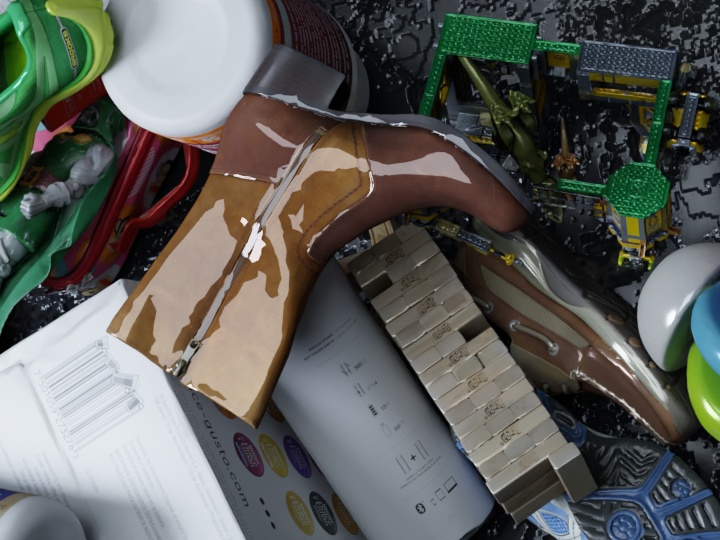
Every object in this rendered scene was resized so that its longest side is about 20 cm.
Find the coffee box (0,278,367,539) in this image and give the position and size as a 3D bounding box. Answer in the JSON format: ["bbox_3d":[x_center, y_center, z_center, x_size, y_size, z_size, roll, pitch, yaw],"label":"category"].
[{"bbox_3d":[-0.137,0.143,1.663,0.200,0.198,0.200,-31,74,18],"label":"coffee box"}]

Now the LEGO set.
[{"bbox_3d":[0.114,-0.066,1.624,0.199,0.116,0.154,1,62,9],"label":"LEGO set"}]

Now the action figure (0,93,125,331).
[{"bbox_3d":[-0.211,-0.032,1.686,0.118,0.055,0.200,10,55,45],"label":"action figure"}]

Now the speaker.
[{"bbox_3d":[-0.004,0.081,1.632,0.081,0.081,0.200,-30,103,17],"label":"speaker"}]

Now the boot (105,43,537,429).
[{"bbox_3d":[-0.021,-0.004,1.524,0.188,0.068,0.200,27,85,7],"label":"boot"}]

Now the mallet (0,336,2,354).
[{"bbox_3d":[-0.329,0.058,1.845,0.200,0.041,0.066,-17,74,24],"label":"mallet"}]

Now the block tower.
[{"bbox_3d":[0.062,0.058,1.593,0.058,0.054,0.200,-35,59,0],"label":"block tower"}]

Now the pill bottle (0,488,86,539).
[{"bbox_3d":[-0.265,0.172,1.545,0.200,0.116,0.116,8,86,24],"label":"pill bottle"}]

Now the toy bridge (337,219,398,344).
[{"bbox_3d":[0.000,0.000,1.687,0.027,0.067,0.201,7,107,35],"label":"toy bridge"}]

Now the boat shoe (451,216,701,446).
[{"bbox_3d":[0.127,0.043,1.637,0.072,0.076,0.200,-52,58,14],"label":"boat shoe"}]

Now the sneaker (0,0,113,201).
[{"bbox_3d":[-0.226,-0.104,1.614,0.200,0.083,0.074,-48,57,38],"label":"sneaker"}]

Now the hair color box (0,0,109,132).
[{"bbox_3d":[-0.151,-0.188,1.720,0.200,0.061,0.102,-37,61,-13],"label":"hair color box"}]

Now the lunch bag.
[{"bbox_3d":[-0.189,-0.087,1.782,0.176,0.082,0.200,24,91,19],"label":"lunch bag"}]

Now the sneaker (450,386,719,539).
[{"bbox_3d":[0.146,0.134,1.611,0.200,0.077,0.076,36,79,24],"label":"sneaker"}]

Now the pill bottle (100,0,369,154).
[{"bbox_3d":[-0.070,-0.124,1.667,0.113,0.200,0.113,-3,82,23],"label":"pill bottle"}]

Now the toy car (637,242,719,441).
[{"bbox_3d":[0.260,0.010,1.527,0.175,0.150,0.200,38,82,22],"label":"toy car"}]
